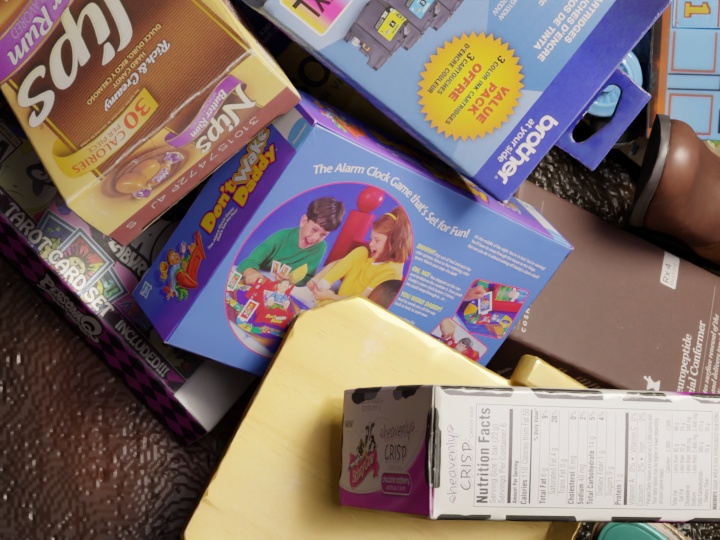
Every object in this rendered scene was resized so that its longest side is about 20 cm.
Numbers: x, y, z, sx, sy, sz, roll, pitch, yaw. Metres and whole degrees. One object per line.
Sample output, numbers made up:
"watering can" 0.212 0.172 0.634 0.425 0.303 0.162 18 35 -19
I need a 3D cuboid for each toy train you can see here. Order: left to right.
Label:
"toy train" 0.181 -0.171 1.198 0.114 0.087 0.201 1 106 3

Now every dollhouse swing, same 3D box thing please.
"dollhouse swing" 0.018 0.134 1.045 0.175 0.182 0.200 26 77 8

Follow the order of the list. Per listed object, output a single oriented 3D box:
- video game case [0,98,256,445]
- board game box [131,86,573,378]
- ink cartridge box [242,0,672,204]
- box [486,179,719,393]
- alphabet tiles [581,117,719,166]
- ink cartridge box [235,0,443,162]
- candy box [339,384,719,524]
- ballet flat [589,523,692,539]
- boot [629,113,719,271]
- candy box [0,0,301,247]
"video game case" -0.103 -0.039 1.080 0.200 0.036 0.181 48 56 -10
"board game box" 0.000 0.000 1.035 0.200 0.135 0.045 23 18 -42
"ink cartridge box" 0.055 -0.130 0.988 0.200 0.076 0.137 36 96 -28
"box" 0.146 0.034 1.188 0.199 0.075 0.100 23 64 -22
"alphabet tiles" 0.229 -0.129 1.249 0.200 0.006 0.167 38 100 0
"ink cartridge box" 0.011 -0.120 1.046 0.198 0.047 0.200 -47 120 8
"candy box" 0.104 0.086 0.926 0.199 0.136 0.061 4 85 -16
"ballet flat" 0.204 0.213 1.181 0.200 0.070 0.065 56 28 -7
"boot" 0.261 -0.025 1.154 0.199 0.188 0.069 12 72 17
"candy box" -0.126 -0.123 0.991 0.200 0.117 0.056 55 8 33
